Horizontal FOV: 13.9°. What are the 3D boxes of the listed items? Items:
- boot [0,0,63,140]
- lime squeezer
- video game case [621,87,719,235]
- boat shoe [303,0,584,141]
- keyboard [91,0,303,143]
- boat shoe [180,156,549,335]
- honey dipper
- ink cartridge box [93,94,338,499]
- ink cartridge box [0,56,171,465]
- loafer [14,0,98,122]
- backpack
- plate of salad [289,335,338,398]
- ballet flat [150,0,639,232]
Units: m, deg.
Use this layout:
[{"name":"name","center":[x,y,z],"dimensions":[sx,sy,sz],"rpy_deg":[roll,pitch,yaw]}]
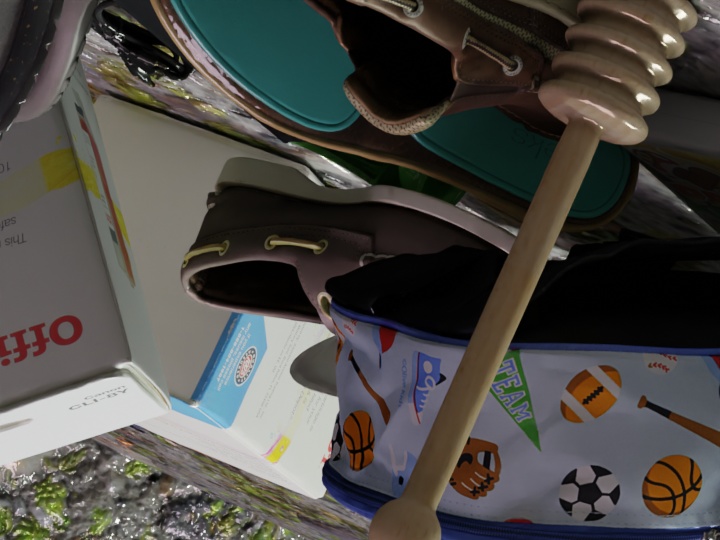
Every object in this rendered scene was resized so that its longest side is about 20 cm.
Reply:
[{"name":"boot","center":[-0.145,-0.118,0.900],"dimensions":[0.132,0.200,0.070],"rpy_deg":[23,-154,-14]},{"name":"lime squeezer","center":[0.018,-0.052,1.226],"dimensions":[0.071,0.038,0.200],"rpy_deg":[59,165,-6]},{"name":"video game case","center":[0.208,-0.002,1.039],"dimensions":[0.200,0.023,0.182],"rpy_deg":[16,166,41]},{"name":"boat shoe","center":[0.019,-0.078,0.948],"dimensions":[0.075,0.075,0.202],"rpy_deg":[17,167,37]},{"name":"keyboard","center":[-0.079,-0.108,1.136],"dimensions":[0.127,0.021,0.200],"rpy_deg":[3,151,47]},{"name":"boat shoe","center":[0.000,0.000,1.212],"dimensions":[0.200,0.060,0.072],"rpy_deg":[14,159,48]},{"name":"honey dipper","center":[0.051,0.001,0.922],"dimensions":[0.038,0.200,0.038],"rpy_deg":[23,169,5]},{"name":"ink cartridge box","center":[-0.070,0.021,1.489],"dimensions":[0.125,0.129,0.200],"rpy_deg":[20,168,24]},{"name":"ink cartridge box","center":[-0.176,-0.018,1.228],"dimensions":[0.145,0.200,0.083],"rpy_deg":[-18,161,5]},{"name":"loafer","center":[-0.121,-0.117,1.017],"dimensions":[0.071,0.073,0.200],"rpy_deg":[15,153,-13]},{"name":"backpack","center":[0.082,0.056,1.035],"dimensions":[0.190,0.154,0.200],"rpy_deg":[7,179,-31]},{"name":"plate of salad","center":[0.070,0.040,1.245],"dimensions":[0.200,0.048,0.200],"rpy_deg":[-7,-169,1]},{"name":"ballet flat","center":[0.006,-0.069,1.060],"dimensions":[0.200,0.069,0.063],"rpy_deg":[29,-177,-17]}]
